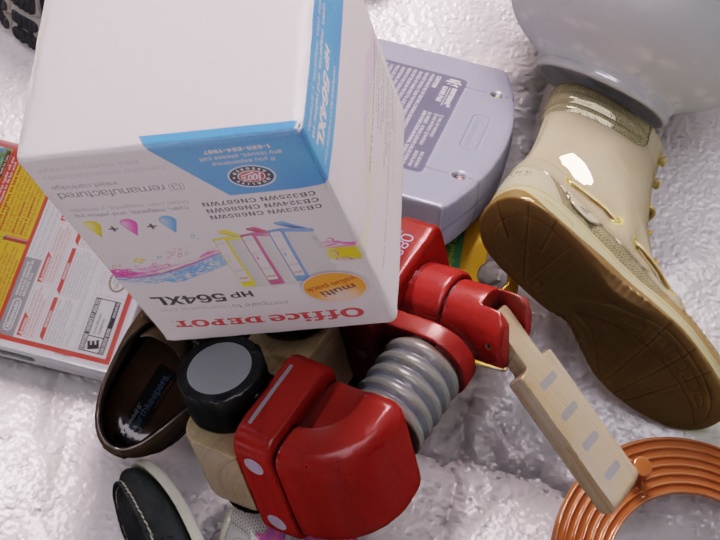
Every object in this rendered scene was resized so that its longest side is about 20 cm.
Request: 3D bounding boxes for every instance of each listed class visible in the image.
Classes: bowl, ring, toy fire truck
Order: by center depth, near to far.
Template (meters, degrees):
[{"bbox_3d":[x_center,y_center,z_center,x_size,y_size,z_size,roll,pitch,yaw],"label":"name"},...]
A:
[{"bbox_3d":[0.034,0.073,0.724,0.198,0.130,0.177,16,52,29],"label":"toy fire truck"},{"bbox_3d":[0.198,0.184,0.773,0.197,0.019,0.203,10,57,-16],"label":"ring"},{"bbox_3d":[0.175,-0.155,0.907,0.199,0.201,0.091,25,90,10],"label":"bowl"}]

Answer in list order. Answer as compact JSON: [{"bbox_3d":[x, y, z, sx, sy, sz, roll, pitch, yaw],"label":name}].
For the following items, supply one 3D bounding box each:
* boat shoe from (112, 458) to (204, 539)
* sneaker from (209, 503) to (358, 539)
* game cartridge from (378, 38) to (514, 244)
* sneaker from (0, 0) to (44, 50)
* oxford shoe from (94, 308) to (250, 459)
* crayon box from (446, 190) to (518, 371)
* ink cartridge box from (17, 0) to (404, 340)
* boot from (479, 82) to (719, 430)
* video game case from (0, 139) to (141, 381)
[{"bbox_3d":[-0.105,0.188,0.736,0.065,0.075,0.200,-16,55,-23],"label":"boat shoe"},{"bbox_3d":[-0.038,0.170,0.767,0.087,0.082,0.202,-7,54,-6],"label":"sneaker"},{"bbox_3d":[0.029,-0.085,0.881,0.131,0.041,0.201,12,34,11],"label":"game cartridge"},{"bbox_3d":[-0.183,-0.188,0.962,0.198,0.078,0.080,28,44,6],"label":"sneaker"},{"bbox_3d":[-0.087,0.022,0.783,0.072,0.084,0.202,28,94,2],"label":"oxford shoe"},{"bbox_3d":[0.000,0.000,0.871,0.197,0.052,0.127,11,62,3],"label":"crayon box"},{"bbox_3d":[-0.054,-0.057,0.657,0.127,0.201,0.127,-5,61,14],"label":"ink cartridge box"},{"bbox_3d":[0.170,-0.012,0.868,0.200,0.073,0.156,43,42,-11],"label":"boot"},{"bbox_3d":[-0.229,-0.017,0.885,0.197,0.018,0.145,14,62,4],"label":"video game case"}]
